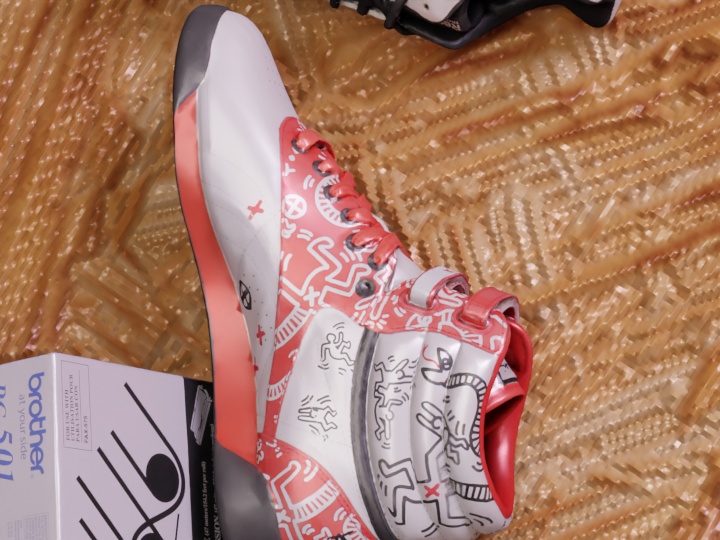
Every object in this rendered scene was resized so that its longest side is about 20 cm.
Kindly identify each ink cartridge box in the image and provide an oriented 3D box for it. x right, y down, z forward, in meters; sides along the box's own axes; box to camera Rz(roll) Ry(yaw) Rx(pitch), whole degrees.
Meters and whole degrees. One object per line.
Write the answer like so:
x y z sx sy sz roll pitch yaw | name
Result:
-0.081 0.134 0.991 0.044 0.094 0.201 -13 74 37 | ink cartridge box

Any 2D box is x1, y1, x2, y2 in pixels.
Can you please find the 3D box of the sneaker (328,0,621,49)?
0.003 -0.118 1.035 0.199 0.074 0.081 -4 79 18 | sneaker

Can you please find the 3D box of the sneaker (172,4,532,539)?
0.000 0.001 1.014 0.107 0.067 0.203 -10 78 15 | sneaker
